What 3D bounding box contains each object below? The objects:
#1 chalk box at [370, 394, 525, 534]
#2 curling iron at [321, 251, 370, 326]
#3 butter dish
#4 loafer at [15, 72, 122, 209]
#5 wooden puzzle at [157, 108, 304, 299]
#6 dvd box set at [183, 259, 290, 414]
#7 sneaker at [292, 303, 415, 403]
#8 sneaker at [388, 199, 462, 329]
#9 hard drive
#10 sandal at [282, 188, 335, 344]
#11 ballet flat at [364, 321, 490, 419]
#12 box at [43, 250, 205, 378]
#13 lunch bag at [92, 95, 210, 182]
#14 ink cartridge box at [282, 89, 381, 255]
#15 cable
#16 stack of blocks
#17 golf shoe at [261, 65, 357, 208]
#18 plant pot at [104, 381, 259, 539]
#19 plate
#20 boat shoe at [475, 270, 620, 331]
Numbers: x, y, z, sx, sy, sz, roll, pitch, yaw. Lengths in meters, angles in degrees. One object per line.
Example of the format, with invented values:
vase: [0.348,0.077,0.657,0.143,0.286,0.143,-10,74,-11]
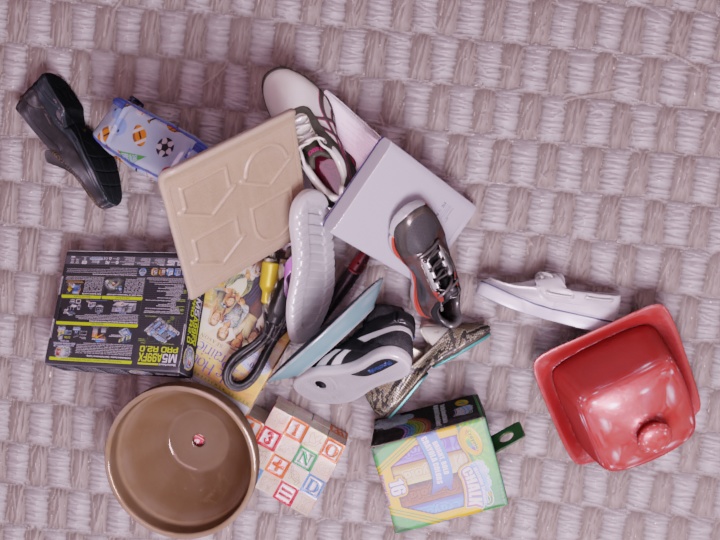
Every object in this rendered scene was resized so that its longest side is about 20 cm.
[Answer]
chalk box: [0.126,0.251,1.110,0.198,0.125,0.125,-14,96,5]
curling iron: [0.000,0.000,1.130,0.200,0.026,0.050,-48,55,6]
butter dish: [0.354,0.180,1.065,0.198,0.148,0.201,-25,114,5]
loafer: [-0.394,-0.165,1.117,0.072,0.073,0.201,-31,85,14]
wooden puzzle: [-0.150,-0.082,0.981,0.185,0.201,0.046,-32,52,-28]
dvd box set: [-0.165,0.073,1.119,0.146,0.029,0.201,30,81,3]
sneaker: [-0.001,0.110,1.131,0.199,0.112,0.073,-21,126,36]
sneaker: [0.099,-0.004,1.061,0.077,0.082,0.201,-36,133,-13]
hard drive: [0.056,-0.071,1.060,0.199,0.025,0.132,28,99,-46]
sandal: [-0.072,-0.007,1.045,0.050,0.082,0.204,20,114,36]
ballet flat: [0.083,0.119,1.130,0.200,0.068,0.075,-41,85,10]
box: [-0.311,0.057,1.099,0.198,0.044,0.162,1,73,14]
lunch bag: [-0.234,-0.142,1.053,0.199,0.160,0.076,33,91,20]
ink cartridge box: [-0.068,-0.131,1.113,0.109,0.050,0.200,41,97,-3]
cable: [-0.115,0.069,1.095,0.097,0.050,0.201,23,94,-29]
stack of blocks: [-0.131,0.238,1.152,0.199,0.059,0.116,28,96,-1]
golf shoe: [-0.060,-0.172,1.039,0.077,0.088,0.201,-31,94,7]
plant pot: [-0.224,0.238,1.080,0.199,0.093,0.203,1,97,5]
plate: [-0.039,0.083,1.058,0.200,0.200,0.026,-41,90,6]
boat shoe: [0.255,0.032,1.113,0.198,0.074,0.066,15,93,-10]
